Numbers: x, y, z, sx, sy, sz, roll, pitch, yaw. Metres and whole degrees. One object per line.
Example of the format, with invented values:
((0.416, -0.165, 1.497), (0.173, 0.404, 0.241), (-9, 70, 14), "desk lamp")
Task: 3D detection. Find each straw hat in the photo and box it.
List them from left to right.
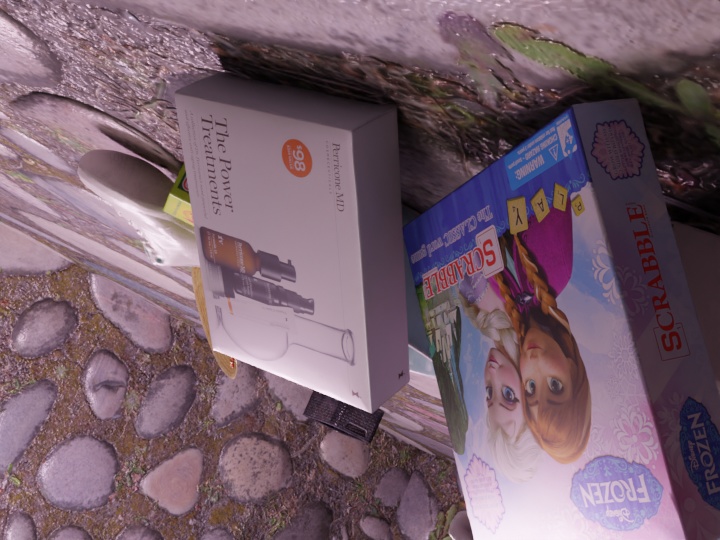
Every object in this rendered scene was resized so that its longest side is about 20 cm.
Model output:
((-0.186, 0.065, 1.614), (0.085, 0.202, 0.201), (-17, -177, -19), "straw hat")

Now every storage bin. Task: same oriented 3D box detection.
((-0.046, 0.378, 2.793), (0.135, 0.094, 0.200), (30, 169, -27), "storage bin")

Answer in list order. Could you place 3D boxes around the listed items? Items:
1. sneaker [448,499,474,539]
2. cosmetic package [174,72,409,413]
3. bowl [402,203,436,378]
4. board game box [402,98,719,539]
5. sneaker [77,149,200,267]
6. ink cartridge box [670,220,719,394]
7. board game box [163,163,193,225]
((0.117, 0.160, 0.682), (0.093, 0.071, 0.200), (29, 148, 1), "sneaker")
((-0.043, -0.020, 0.704), (0.150, 0.052, 0.201), (15, 124, 33), "cosmetic package")
((0.000, 0.000, 0.866), (0.200, 0.105, 0.201), (24, 168, 5), "bowl")
((0.098, 0.042, 0.552), (0.041, 0.201, 0.200), (-9, 169, -23), "board game box")
((-0.211, -0.048, 1.097), (0.199, 0.089, 0.075), (29, -147, -19), "sneaker")
((0.181, 0.060, 0.623), (0.145, 0.085, 0.200), (15, 155, -16), "ink cartridge box")
((-0.088, -0.040, 1.020), (0.199, 0.048, 0.102), (27, 169, -10), "board game box")
